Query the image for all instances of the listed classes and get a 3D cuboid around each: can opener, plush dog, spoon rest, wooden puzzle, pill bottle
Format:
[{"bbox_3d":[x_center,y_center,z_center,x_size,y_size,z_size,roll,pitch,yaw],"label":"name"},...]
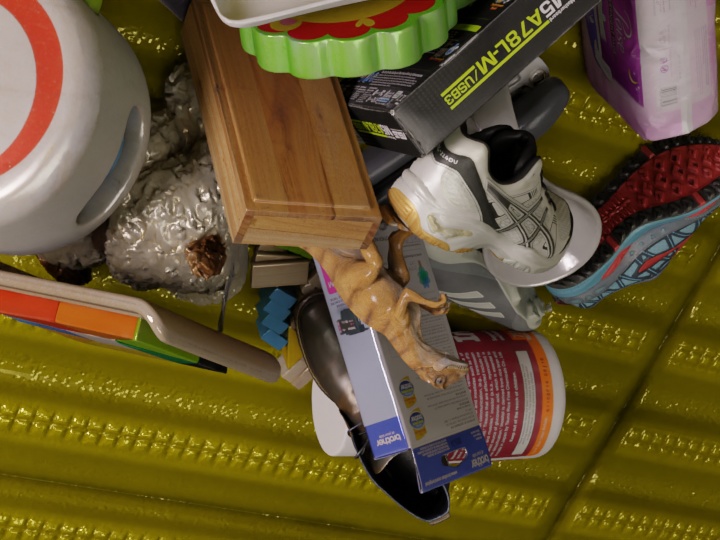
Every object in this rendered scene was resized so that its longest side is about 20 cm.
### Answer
[{"bbox_3d":[0.071,-0.100,1.325,0.199,0.067,0.053,-34,128,1],"label":"can opener"},{"bbox_3d":[-0.173,-0.044,1.227,0.170,0.161,0.202,7,121,4],"label":"plush dog"},{"bbox_3d":[0.126,-0.058,1.304,0.098,0.061,0.201,-22,130,7],"label":"spoon rest"},{"bbox_3d":[-0.175,0.036,1.167,0.185,0.198,0.038,30,77,-63],"label":"wooden puzzle"},{"bbox_3d":[0.065,0.109,1.433,0.198,0.113,0.114,-1,123,-23],"label":"pill bottle"}]

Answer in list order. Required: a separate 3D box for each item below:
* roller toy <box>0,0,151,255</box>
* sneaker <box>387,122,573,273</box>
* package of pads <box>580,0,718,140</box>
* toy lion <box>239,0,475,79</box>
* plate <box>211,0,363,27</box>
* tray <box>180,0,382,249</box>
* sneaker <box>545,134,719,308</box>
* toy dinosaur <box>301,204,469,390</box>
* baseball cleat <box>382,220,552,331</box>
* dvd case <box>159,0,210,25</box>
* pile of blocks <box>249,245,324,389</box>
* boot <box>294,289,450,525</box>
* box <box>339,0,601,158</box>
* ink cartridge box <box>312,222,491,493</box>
[{"bbox_3d":[-0.238,-0.105,1.108,0.198,0.184,0.140,-18,168,8],"label":"roller toy"},{"bbox_3d":[0.108,-0.055,1.184,0.199,0.076,0.088,6,126,-55],"label":"sneaker"},{"bbox_3d":[0.215,-0.212,1.276,0.075,0.121,0.202,-19,127,-9],"label":"package of pads"},{"bbox_3d":[0.007,-0.192,1.134,0.198,0.192,0.069,-18,126,-15],"label":"toy lion"},{"bbox_3d":[-0.023,-0.240,1.100,0.198,0.201,0.032,-13,147,-14],"label":"plate"},{"bbox_3d":[-0.057,-0.104,1.161,0.098,0.201,0.037,3,138,-24],"label":"tray"},{"bbox_3d":[0.242,-0.040,1.448,0.199,0.080,0.096,-33,147,4],"label":"sneaker"},{"bbox_3d":[0.000,0.000,1.173,0.107,0.200,0.060,-54,161,19],"label":"toy dinosaur"},{"bbox_3d":[0.075,0.001,1.406,0.106,0.070,0.200,-21,140,25],"label":"baseball cleat"},{"bbox_3d":[-0.084,-0.238,1.199,0.149,0.016,0.200,-44,127,8],"label":"dvd case"},{"bbox_3d":[-0.055,-0.001,1.339,0.081,0.062,0.202,-2,127,-16],"label":"pile of blocks"},{"bbox_3d":[0.017,0.107,1.308,0.074,0.097,0.201,-33,106,1],"label":"boot"},{"bbox_3d":[0.075,-0.163,1.182,0.193,0.200,0.048,-40,106,-8],"label":"box"},{"bbox_3d":[0.031,0.064,1.262,0.042,0.202,0.119,-22,173,29],"label":"ink cartridge box"}]
